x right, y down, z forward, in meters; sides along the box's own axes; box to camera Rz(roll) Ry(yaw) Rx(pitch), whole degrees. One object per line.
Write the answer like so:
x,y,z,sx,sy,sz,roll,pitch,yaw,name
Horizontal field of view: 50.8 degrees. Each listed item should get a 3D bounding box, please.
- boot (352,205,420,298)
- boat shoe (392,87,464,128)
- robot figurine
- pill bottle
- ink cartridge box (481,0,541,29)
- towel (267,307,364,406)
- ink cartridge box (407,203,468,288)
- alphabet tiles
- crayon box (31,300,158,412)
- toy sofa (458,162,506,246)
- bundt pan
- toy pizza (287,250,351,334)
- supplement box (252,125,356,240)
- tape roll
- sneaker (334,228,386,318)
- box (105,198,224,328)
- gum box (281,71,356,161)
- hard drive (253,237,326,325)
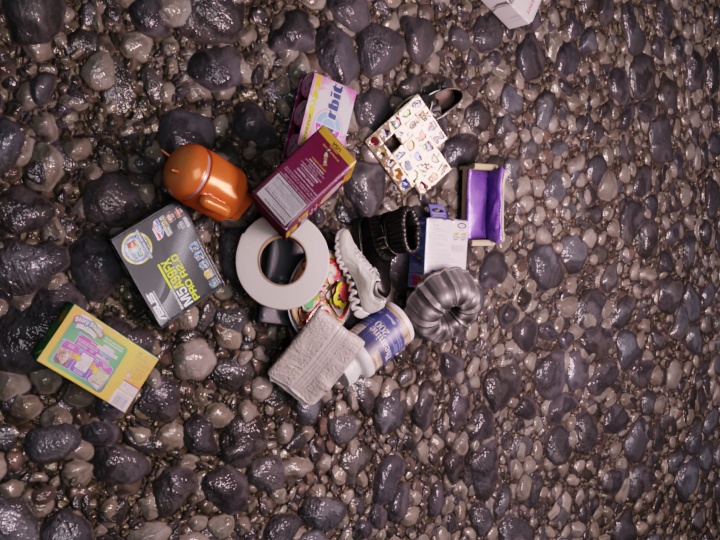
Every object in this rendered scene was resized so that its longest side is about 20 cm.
0.070,-0.032,1.713,0.079,0.155,0.216,-29,109,-52,boot
0.161,-0.390,1.811,0.197,0.067,0.073,-28,110,-25,boat shoe
-0.303,-0.173,1.483,0.199,0.115,0.147,29,61,-45,robot figurine
0.020,0.172,1.732,0.199,0.110,0.113,-38,112,-23,pill bottle
0.367,-0.733,1.909,0.198,0.083,0.148,34,76,-30,ink cartridge box
-0.099,0.191,1.633,0.132,0.035,0.201,36,104,-11,towel
0.190,-0.058,1.848,0.134,0.076,0.206,1,95,-33,ink cartridge box
0.127,-0.284,1.797,0.167,0.008,0.201,-41,116,-2,alphabet tiles
-0.496,0.163,1.425,0.199,0.058,0.120,40,72,-28,crayon box
0.303,-0.165,1.902,0.081,0.097,0.206,-1,95,-33,toy sofa
0.205,0.094,1.812,0.198,0.076,0.205,-18,136,-18,bundt pan
-0.082,0.057,1.668,0.198,0.031,0.206,-8,101,-46,toy pizza
-0.114,-0.174,1.526,0.200,0.131,0.103,-44,90,-8,supplement box
-0.163,-0.020,1.587,0.197,0.037,0.208,1,85,-6,tape roll
0.000,0.000,1.688,0.075,0.080,0.204,-27,99,-65,sneaker
-0.381,-0.015,1.496,0.159,0.044,0.203,-35,111,-27,box
-0.089,-0.321,1.651,0.112,0.066,0.205,16,85,-33,gum box
-0.151,0.016,1.655,0.137,0.033,0.205,10,88,-33,hard drive
